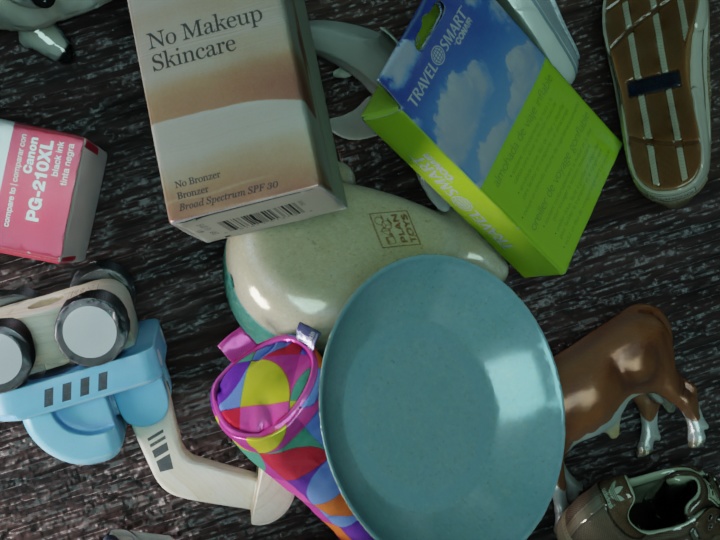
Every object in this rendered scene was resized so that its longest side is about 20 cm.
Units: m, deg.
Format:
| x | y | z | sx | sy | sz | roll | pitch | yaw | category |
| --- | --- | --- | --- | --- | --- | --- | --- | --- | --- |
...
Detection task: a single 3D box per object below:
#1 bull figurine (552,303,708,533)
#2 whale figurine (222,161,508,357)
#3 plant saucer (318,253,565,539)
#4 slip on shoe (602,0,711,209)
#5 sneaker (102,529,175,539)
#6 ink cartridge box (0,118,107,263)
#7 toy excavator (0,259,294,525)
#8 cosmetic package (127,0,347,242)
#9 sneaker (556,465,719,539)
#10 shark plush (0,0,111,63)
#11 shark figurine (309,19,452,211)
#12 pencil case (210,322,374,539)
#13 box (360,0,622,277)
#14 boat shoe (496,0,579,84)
| x | y | z | sx | sy | sz | roll | pitch | yaw | category |
| --- | --- | --- | --- | --- | --- | --- | --- | --- | --- |
| 0.147 | 0.106 | 1.006 | 0.199 | 0.065 | 0.122 | -30 | 99 | 0 | bull figurine |
| 0.000 | 0.000 | 0.981 | 0.199 | 0.104 | 0.160 | -10 | 61 | -25 | whale figurine |
| 0.047 | 0.092 | 0.902 | 0.200 | 0.039 | 0.202 | 9 | 74 | -35 | plant saucer |
| 0.218 | -0.142 | 1.007 | 0.076 | 0.061 | 0.201 | -10 | 74 | 18 | slip on shoe |
| -0.190 | 0.260 | 0.971 | 0.201 | 0.077 | 0.147 | -15 | 105 | -13 | sneaker |
| -0.278 | -0.064 | 0.924 | 0.199 | 0.145 | 0.085 | 12 | 90 | -5 | ink cartridge box |
| -0.158 | 0.098 | 0.976 | 0.194 | 0.100 | 0.201 | -15 | 106 | -2 | toy excavator |
| -0.082 | -0.129 | 0.890 | 0.103 | 0.087 | 0.201 | -15 | 80 | 8 | cosmetic package |
| 0.233 | 0.174 | 0.973 | 0.199 | 0.076 | 0.071 | 2 | 50 | -31 | sneaker |
| -0.261 | -0.212 | 0.979 | 0.199 | 0.091 | 0.084 | 12 | 71 | 15 | shark plush |
| -0.007 | -0.146 | 0.967 | 0.214 | 0.090 | 0.129 | 26 | 76 | 7 | shark figurine |
| -0.021 | 0.119 | 0.942 | 0.088 | 0.088 | 0.200 | -39 | 132 | -2 | pencil case |
| 0.086 | -0.101 | 0.943 | 0.200 | 0.048 | 0.122 | 42 | 61 | -28 | box |
| 0.108 | -0.223 | 0.985 | 0.071 | 0.070 | 0.201 | -34 | 97 | -8 | boat shoe |
